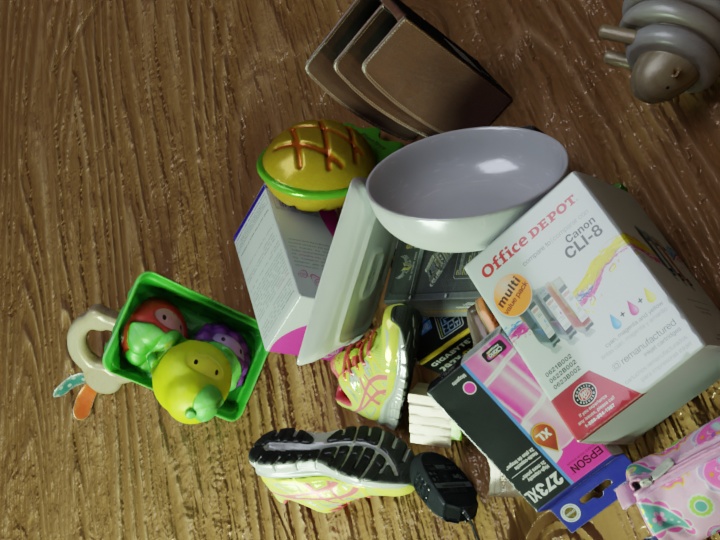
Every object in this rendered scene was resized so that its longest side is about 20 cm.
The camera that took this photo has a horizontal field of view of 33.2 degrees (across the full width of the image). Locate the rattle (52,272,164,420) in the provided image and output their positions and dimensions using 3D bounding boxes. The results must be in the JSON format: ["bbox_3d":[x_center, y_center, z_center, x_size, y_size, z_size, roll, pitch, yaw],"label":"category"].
[{"bbox_3d":[-0.367,0.108,1.776,0.143,0.130,0.200,-93,22,-46],"label":"rattle"}]

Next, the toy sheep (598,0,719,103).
[{"bbox_3d":[0.325,-0.255,1.222,0.138,0.138,0.200,10,70,48],"label":"toy sheep"}]

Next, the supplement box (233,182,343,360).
[{"bbox_3d":[-0.075,0.001,1.490,0.103,0.101,0.200,-57,36,32],"label":"supplement box"}]

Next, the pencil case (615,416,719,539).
[{"bbox_3d":[0.319,0.161,1.021,0.200,0.087,0.087,-35,47,26],"label":"pencil case"}]

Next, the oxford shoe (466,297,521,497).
[{"bbox_3d":[0.128,0.127,1.172,0.073,0.071,0.200,-16,92,13],"label":"oxford shoe"}]

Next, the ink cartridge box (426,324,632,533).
[{"bbox_3d":[0.163,0.152,1.121,0.095,0.200,0.037,-42,4,20],"label":"ink cartridge box"}]

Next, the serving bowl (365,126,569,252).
[{"bbox_3d":[0.109,-0.072,1.195,0.200,0.066,0.200,-10,29,6],"label":"serving bowl"}]

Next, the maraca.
[{"bbox_3d":[-0.035,-0.137,1.495,0.137,0.200,0.107,39,136,31],"label":"maraca"}]

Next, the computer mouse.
[{"bbox_3d":[0.106,0.260,1.213,0.034,0.059,0.200,-61,41,27],"label":"computer mouse"}]

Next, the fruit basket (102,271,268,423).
[{"bbox_3d":[-0.212,0.107,1.507,0.216,0.216,0.156,13,77,49],"label":"fruit basket"}]

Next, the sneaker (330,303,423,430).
[{"bbox_3d":[0.012,0.102,1.287,0.200,0.090,0.078,101,-173,-50],"label":"sneaker"}]

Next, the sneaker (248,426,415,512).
[{"bbox_3d":[-0.021,0.228,1.339,0.200,0.090,0.078,2,35,27],"label":"sneaker"}]

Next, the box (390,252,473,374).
[{"bbox_3d":[0.114,-0.005,1.357,0.160,0.049,0.200,-38,45,27],"label":"box"}]

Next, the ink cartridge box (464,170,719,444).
[{"bbox_3d":[0.223,0.036,1.104,0.145,0.145,0.200,-43,62,22],"label":"ink cartridge box"}]

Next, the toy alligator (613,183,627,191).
[{"bbox_3d":[0.225,0.005,1.226,0.200,0.059,0.054,-58,40,4],"label":"toy alligator"}]

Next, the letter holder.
[{"bbox_3d":[0.052,-0.219,1.425,0.142,0.200,0.101,-48,42,15],"label":"letter holder"}]

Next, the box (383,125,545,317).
[{"bbox_3d":[0.117,-0.050,1.306,0.158,0.048,0.200,-5,63,44],"label":"box"}]

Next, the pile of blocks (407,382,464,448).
[{"bbox_3d":[0.142,0.129,1.254,0.200,0.082,0.062,-20,11,26],"label":"pile of blocks"}]

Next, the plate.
[{"bbox_3d":[0.000,0.000,1.295,0.032,0.200,0.200,18,98,12],"label":"plate"}]
